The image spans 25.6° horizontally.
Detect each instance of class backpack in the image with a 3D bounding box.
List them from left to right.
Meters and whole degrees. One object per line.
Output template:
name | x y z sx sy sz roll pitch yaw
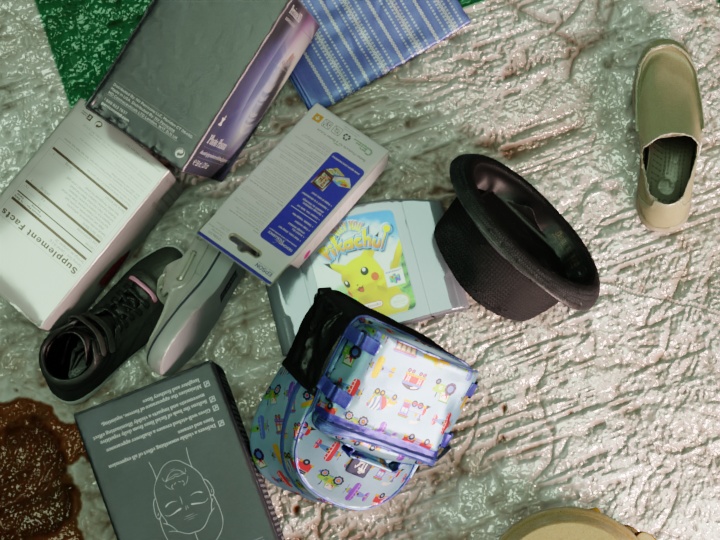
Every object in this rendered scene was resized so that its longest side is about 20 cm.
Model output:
backpack | -0.004 0.144 1.542 0.182 0.134 0.201 28 92 -32

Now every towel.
towel | -0.004 -0.272 1.665 0.199 0.024 0.145 -30 85 -3

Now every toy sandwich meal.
toy sandwich meal | 0.213 0.324 1.573 0.203 0.070 0.207 0 86 5

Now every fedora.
fedora | 0.143 -0.019 1.583 0.201 0.200 0.092 47 116 5

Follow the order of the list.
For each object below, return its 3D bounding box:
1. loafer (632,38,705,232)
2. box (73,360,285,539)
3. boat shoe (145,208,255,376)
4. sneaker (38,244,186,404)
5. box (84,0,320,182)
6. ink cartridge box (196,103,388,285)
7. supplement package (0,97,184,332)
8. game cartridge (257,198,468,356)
loafer | 0.318 -0.142 1.621 0.075 0.068 0.202 -1 83 1
box | -0.175 0.210 1.570 0.147 0.107 0.201 -20 83 -2
boat shoe | -0.170 0.016 1.586 0.065 0.072 0.201 22 60 13
sneaker | -0.246 0.051 1.594 0.071 0.099 0.200 41 84 7
box | -0.147 -0.203 1.558 0.123 0.200 0.199 33 94 4
ink cartridge box | -0.066 -0.073 1.592 0.094 0.037 0.200 34 62 14
supplement package | -0.290 -0.049 1.595 0.120 0.121 0.200 39 86 5
game cartridge | 0.000 0.000 1.628 0.198 0.040 0.134 -15 80 -1
